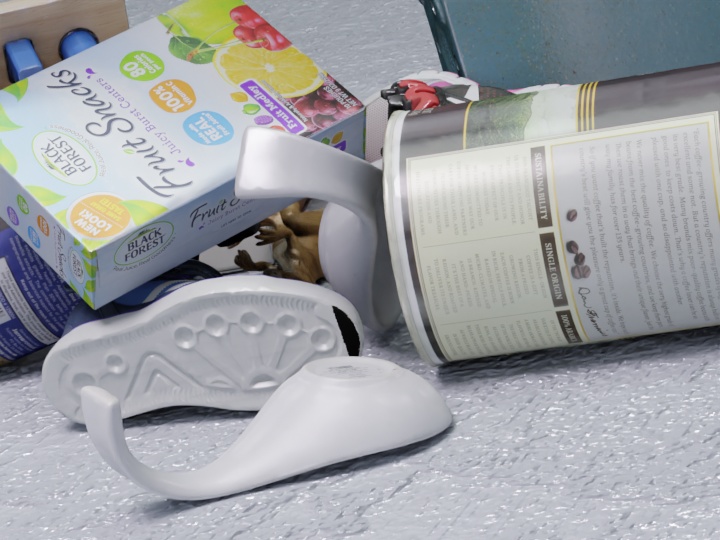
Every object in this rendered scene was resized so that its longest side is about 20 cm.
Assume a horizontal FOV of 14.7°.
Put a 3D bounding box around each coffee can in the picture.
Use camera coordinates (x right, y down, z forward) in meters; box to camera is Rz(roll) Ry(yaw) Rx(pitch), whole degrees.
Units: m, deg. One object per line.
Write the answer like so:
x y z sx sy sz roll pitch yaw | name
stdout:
0.125 -0.031 1.542 0.199 0.147 0.146 -8 16 12 | coffee can

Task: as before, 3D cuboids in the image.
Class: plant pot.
0.152 -0.184 2.007 0.199 0.197 0.196 -19 16 -5 | plant pot

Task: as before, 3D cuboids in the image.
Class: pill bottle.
-0.169 -0.023 1.717 0.199 0.112 0.112 -23 14 10 | pill bottle

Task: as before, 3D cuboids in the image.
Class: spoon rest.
-0.004 -0.029 1.581 0.060 0.100 0.200 2 -15 23 | spoon rest
-0.047 0.083 1.459 0.199 0.061 0.099 -4 12 -25 | spoon rest

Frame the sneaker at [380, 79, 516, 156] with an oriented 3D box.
0.076 -0.068 1.744 0.098 0.071 0.201 -4 24 -10 | sneaker

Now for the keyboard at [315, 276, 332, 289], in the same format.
0.000 0.000 1.776 0.199 0.011 0.056 -18 17 -21 | keyboard

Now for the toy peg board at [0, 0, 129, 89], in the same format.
-0.232 -0.066 1.865 0.199 0.200 0.098 -15 31 -12 | toy peg board

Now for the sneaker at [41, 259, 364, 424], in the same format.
-0.078 0.024 1.613 0.199 0.081 0.147 -12 19 20 | sneaker

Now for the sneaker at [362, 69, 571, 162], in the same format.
0.064 -0.090 1.916 0.200 0.082 0.088 0 17 37 | sneaker

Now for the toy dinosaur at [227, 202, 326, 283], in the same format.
-0.029 -0.024 1.789 0.106 0.061 0.200 23 36 15 | toy dinosaur

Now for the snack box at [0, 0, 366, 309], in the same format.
-0.115 -0.076 1.621 0.200 0.053 0.142 -29 53 -28 | snack box

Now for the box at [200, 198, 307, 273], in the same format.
-0.089 -0.069 1.931 0.077 0.095 0.200 -8 17 10 | box
